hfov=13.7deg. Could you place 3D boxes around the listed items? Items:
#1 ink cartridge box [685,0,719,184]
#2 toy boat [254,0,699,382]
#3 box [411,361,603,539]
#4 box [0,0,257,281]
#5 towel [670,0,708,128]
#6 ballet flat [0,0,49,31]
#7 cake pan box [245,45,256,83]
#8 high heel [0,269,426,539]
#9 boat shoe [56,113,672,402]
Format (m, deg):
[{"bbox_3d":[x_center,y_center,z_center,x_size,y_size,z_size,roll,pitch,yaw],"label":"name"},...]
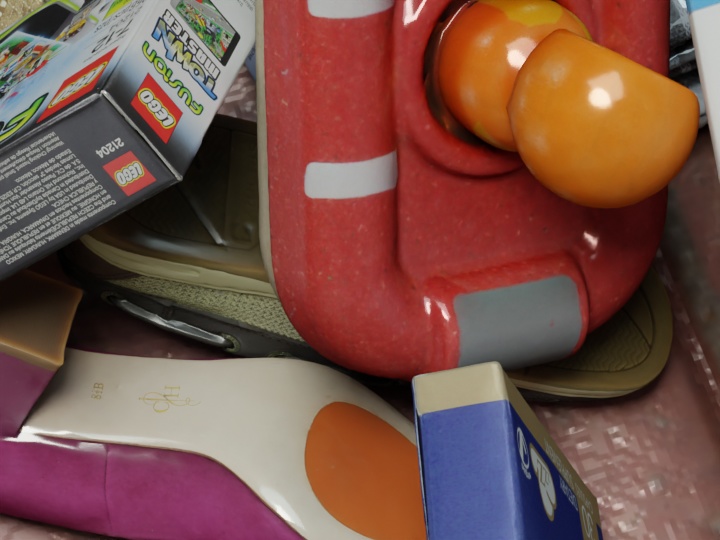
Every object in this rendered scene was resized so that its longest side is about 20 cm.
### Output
[{"bbox_3d":[0.189,-0.026,0.826,0.146,0.146,0.201,-13,81,25],"label":"ink cartridge box"},{"bbox_3d":[0.047,-0.056,0.842,0.130,0.201,0.131,-12,23,-28],"label":"toy boat"},{"bbox_3d":[0.050,0.140,0.847,0.032,0.121,0.201,-9,65,14],"label":"box"},{"bbox_3d":[-0.117,-0.030,0.899,0.035,0.200,0.110,49,35,-20],"label":"box"},{"bbox_3d":[0.096,-0.150,1.018,0.165,0.086,0.200,-23,65,-10],"label":"towel"},{"bbox_3d":[-0.119,-0.113,1.024,0.065,0.070,0.201,-27,59,18],"label":"ballet flat"},{"bbox_3d":[-0.011,-0.179,0.973,0.052,0.200,0.184,-12,58,-38],"label":"cake pan box"},{"bbox_3d":[-0.054,0.067,0.943,0.200,0.096,0.068,29,48,-6],"label":"high heel"},{"bbox_3d":[0.000,0.000,0.955,0.199,0.065,0.073,18,62,-11],"label":"boat shoe"}]
